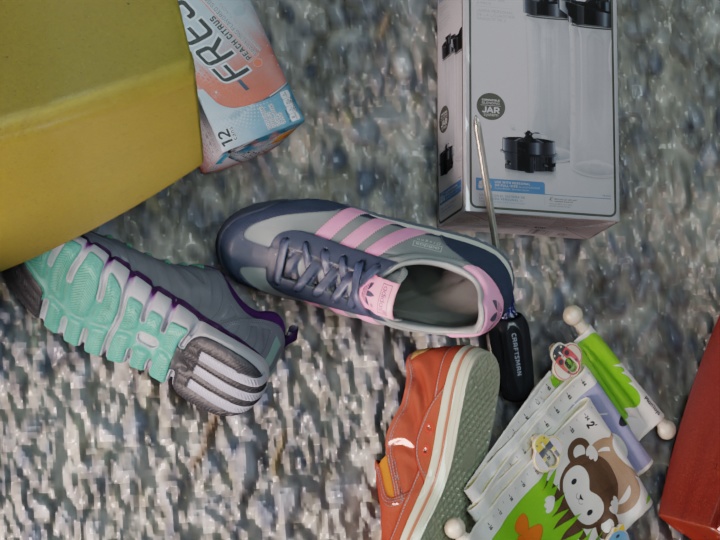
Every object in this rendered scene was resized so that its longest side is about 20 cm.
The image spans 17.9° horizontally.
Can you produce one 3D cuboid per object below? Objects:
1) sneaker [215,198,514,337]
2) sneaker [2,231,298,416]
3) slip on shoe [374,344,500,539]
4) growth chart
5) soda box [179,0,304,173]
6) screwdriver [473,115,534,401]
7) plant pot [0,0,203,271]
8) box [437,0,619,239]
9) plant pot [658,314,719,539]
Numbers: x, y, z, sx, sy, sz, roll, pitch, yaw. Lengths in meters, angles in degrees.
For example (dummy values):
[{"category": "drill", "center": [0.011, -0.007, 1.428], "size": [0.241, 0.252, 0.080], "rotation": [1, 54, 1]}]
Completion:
[{"category": "sneaker", "center": [0.000, 0.000, 1.474], "size": [0.199, 0.082, 0.070], "rotation": [7, 109, 5]}, {"category": "sneaker", "center": [-0.139, 0.016, 1.479], "size": [0.200, 0.075, 0.088], "rotation": [33, 37, 3]}, {"category": "slip on shoe", "center": [0.039, 0.144, 1.495], "size": [0.061, 0.074, 0.201], "rotation": [10, 84, 32]}, {"category": "growth chart", "center": [0.137, 0.144, 1.522], "size": [0.145, 0.018, 0.200], "rotation": [44, 65, -23]}, {"category": "soda box", "center": [-0.110, -0.169, 1.508], "size": [0.063, 0.068, 0.201], "rotation": [-24, 87, -19]}, {"category": "screwdriver", "center": [0.095, -0.007, 1.512], "size": [0.029, 0.028, 0.201], "rotation": [1, 111, 18]}, {"category": "plant pot", "center": [-0.195, -0.131, 1.376], "size": [0.176, 0.200, 0.201], "rotation": [-13, 69, -7]}, {"category": "box", "center": [0.114, -0.128, 1.567], "size": [0.116, 0.060, 0.201], "rotation": [5, 77, -14]}, {"category": "plant pot", "center": [0.312, 0.130, 1.508], "size": [0.200, 0.200, 0.177], "rotation": [34, 83, -6]}]
